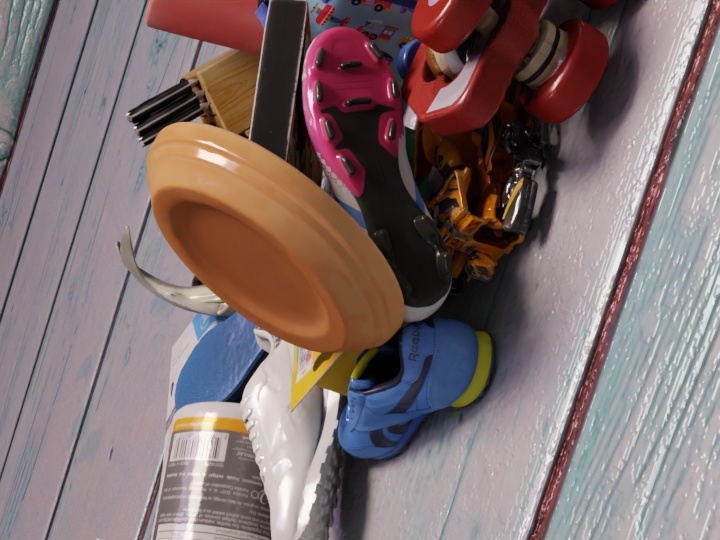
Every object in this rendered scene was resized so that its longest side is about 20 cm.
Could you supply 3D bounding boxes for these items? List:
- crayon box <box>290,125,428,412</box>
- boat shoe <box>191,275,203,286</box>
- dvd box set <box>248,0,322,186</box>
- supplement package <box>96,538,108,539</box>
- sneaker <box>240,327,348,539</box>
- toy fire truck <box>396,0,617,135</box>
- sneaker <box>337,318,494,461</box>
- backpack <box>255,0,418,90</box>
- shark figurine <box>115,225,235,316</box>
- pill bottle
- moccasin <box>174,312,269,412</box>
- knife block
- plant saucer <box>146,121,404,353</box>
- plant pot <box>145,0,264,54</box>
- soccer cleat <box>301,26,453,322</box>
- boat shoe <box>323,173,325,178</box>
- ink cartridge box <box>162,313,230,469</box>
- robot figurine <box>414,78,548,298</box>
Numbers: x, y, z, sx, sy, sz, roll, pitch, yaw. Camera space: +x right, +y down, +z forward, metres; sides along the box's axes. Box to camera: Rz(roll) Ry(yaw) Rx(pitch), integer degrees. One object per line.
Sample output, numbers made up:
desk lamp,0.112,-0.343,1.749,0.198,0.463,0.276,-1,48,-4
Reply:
crayon box,0.000,0.000,1.260,0.126,0.051,0.201,-50,28,41
boat shoe,-0.103,-0.042,1.594,0.070,0.066,0.200,-94,28,-42
dvd box set,-0.051,-0.071,1.195,0.200,0.029,0.147,86,-171,-60
supplement package,-0.198,0.351,1.482,0.109,0.113,0.202,-164,90,-71
sneaker,-0.054,0.128,1.295,0.077,0.080,0.201,88,-173,-53
toy fire truck,0.087,-0.176,1.105,0.201,0.112,0.168,-66,19,-12
sneaker,0.016,0.079,1.190,0.200,0.078,0.066,139,140,-57
backpack,0.031,-0.245,1.255,0.200,0.181,0.135,-44,43,41
shark figurine,-0.110,0.007,1.504,0.089,0.213,0.129,-30,-71,-80
pill bottle,-0.109,0.214,1.355,0.116,0.116,0.202,-31,47,61
moccasin,-0.074,0.067,1.406,0.200,0.068,0.081,-40,51,30
knife block,-0.126,-0.178,1.598,0.064,0.174,0.202,8,82,68
plant saucer,-0.062,-0.012,1.097,0.038,0.200,0.200,-52,12,-23
plant pot,-0.070,-0.273,1.484,0.200,0.176,0.202,-158,90,-85
soccer cleat,0.001,-0.058,1.128,0.086,0.069,0.202,135,119,-67
boat shoe,-0.017,-0.136,1.416,0.200,0.072,0.071,-47,4,1
ink cartridge box,-0.125,0.131,1.522,0.116,0.066,0.201,-50,31,45
robot figurine,0.076,-0.082,1.178,0.145,0.058,0.201,132,148,-51
